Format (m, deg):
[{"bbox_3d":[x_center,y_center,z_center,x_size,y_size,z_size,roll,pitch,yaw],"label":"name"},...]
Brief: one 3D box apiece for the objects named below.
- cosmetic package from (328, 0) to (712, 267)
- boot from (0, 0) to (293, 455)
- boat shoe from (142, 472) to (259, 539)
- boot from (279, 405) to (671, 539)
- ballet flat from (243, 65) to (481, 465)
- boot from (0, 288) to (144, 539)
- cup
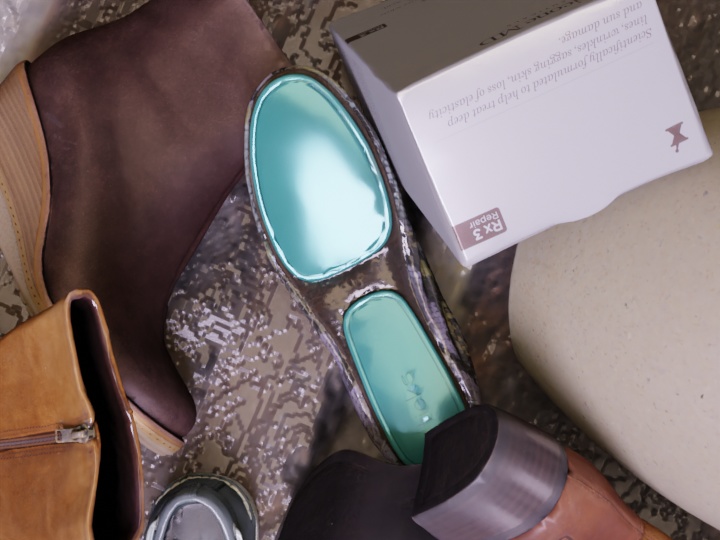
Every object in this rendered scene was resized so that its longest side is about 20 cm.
[{"bbox_3d":[0.060,-0.081,0.717,0.112,0.200,0.082,-25,107,-3],"label":"cosmetic package"},{"bbox_3d":[-0.088,-0.034,0.782,0.166,0.072,0.201,-33,80,-1],"label":"boot"},{"bbox_3d":[-0.081,0.195,0.760,0.072,0.062,0.202,4,83,2],"label":"boat shoe"},{"bbox_3d":[0.077,0.143,0.740,0.199,0.188,0.069,34,45,-23],"label":"boot"},{"bbox_3d":[0.000,0.000,0.775,0.072,0.072,0.202,-23,95,-2],"label":"ballet flat"},{"bbox_3d":[-0.170,0.035,0.711,0.068,0.200,0.190,-4,81,-34],"label":"boot"},{"bbox_3d":[0.151,0.012,0.730,0.142,0.200,0.202,14,83,29],"label":"cup"}]
